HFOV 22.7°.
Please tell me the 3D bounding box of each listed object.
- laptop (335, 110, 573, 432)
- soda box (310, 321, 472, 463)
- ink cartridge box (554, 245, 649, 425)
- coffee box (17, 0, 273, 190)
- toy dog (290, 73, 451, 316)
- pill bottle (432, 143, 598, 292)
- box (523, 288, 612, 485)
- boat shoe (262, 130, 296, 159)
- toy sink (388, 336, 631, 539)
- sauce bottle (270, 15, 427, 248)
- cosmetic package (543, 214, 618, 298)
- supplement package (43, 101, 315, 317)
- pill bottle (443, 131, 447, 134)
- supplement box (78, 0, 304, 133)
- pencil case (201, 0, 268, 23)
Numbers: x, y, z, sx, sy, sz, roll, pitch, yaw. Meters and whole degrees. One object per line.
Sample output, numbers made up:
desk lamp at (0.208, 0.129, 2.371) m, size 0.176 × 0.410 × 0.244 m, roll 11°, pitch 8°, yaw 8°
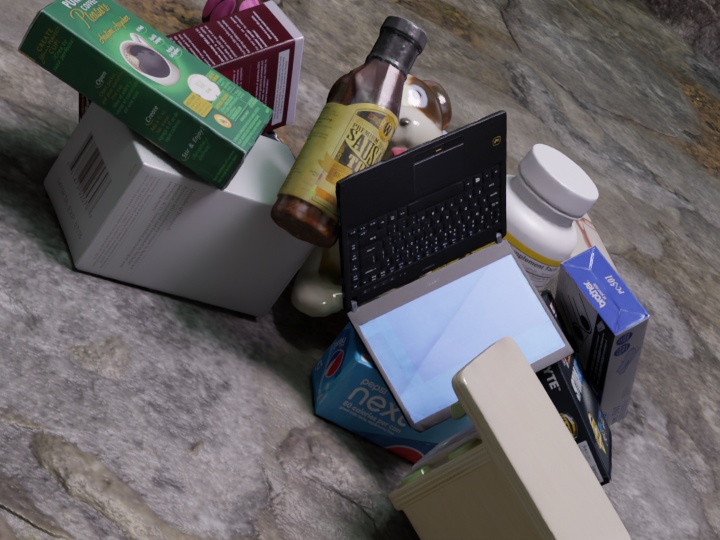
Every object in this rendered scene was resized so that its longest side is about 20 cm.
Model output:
laptop at (0.081, -0.001, 1.488) m, size 0.176 × 0.201 × 0.103 m, roll -24°, pitch 40°, yaw -28°
soda box at (0.058, 0.124, 1.556) m, size 0.199 × 0.068 × 0.064 m, roll 28°, pitch 27°, yaw -22°
ink cartridge box at (0.230, 0.072, 1.763) m, size 0.044 × 0.201 × 0.094 m, roll -26°, pitch 60°, yaw -15°
coffee box at (-0.172, -0.154, 1.467) m, size 0.199 × 0.044 × 0.123 m, roll 34°, pitch 23°, yaw -6°
toy dog at (0.022, -0.078, 1.598) m, size 0.138 × 0.202 × 0.194 m, roll 8°, pitch 28°, yaw -3°
pill bottle at (0.145, -0.024, 1.782) m, size 0.111 × 0.200 × 0.112 m, roll 31°, pitch 24°, yaw -15°
box at (0.182, 0.110, 1.660) m, size 0.200 × 0.046 × 0.160 m, roll -38°, pitch 104°, yaw -79°
boat shoe at (-0.117, -0.130, 1.699) m, size 0.199 × 0.068 × 0.071 m, roll 33°, pitch 29°, yaw 29°
toy sink at (0.107, 0.175, 1.427) m, size 0.201 × 0.112 × 0.130 m, roll 59°, pitch 25°, yaw 0°
sauce bottle at (-0.005, -0.118, 1.488) m, size 0.066 × 0.201 × 0.066 m, roll 25°, pitch -11°, yaw 5°
cosmetic package at (0.215, 0.009, 1.950) m, size 0.087 × 0.104 × 0.201 m, roll 26°, pitch 28°, yaw -30°
supplement package at (-0.148, -0.057, 1.526) m, size 0.199 × 0.118 × 0.117 m, roll 17°, pitch 30°, yaw -38°
pill bottle at (0.044, -0.113, 1.884) m, size 0.108 × 0.109 × 0.200 m, roll 22°, pitch 13°, yaw -32°
supplement box at (-0.152, -0.157, 1.602) m, size 0.199 × 0.109 × 0.061 m, roll -23°, pitch 56°, yaw -27°
pencil case at (-0.119, -0.236, 1.922) m, size 0.090 × 0.094 × 0.201 m, roll 23°, pitch 28°, yaw -31°
